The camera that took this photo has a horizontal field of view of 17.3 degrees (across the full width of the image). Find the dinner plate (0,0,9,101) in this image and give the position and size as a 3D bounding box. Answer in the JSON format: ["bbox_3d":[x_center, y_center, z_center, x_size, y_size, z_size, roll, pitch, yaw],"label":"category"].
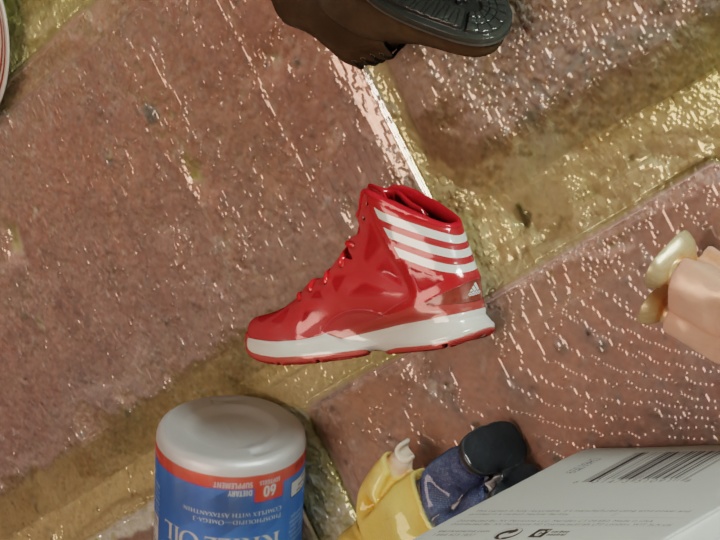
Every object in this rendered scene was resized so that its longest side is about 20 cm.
[{"bbox_3d":[-0.341,-0.203,1.888,0.200,0.024,0.201,19,119,39],"label":"dinner plate"}]

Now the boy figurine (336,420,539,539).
[{"bbox_3d":[0.046,0.183,1.637,0.200,0.064,0.125,-42,76,45],"label":"boy figurine"}]

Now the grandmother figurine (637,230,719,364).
[{"bbox_3d":[0.258,0.052,1.391,0.200,0.061,0.121,36,155,25],"label":"grandmother figurine"}]

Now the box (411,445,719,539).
[{"bbox_3d":[0.168,0.195,1.426,0.198,0.200,0.131,-7,101,45],"label":"box"}]

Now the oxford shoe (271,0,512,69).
[{"bbox_3d":[0.020,-0.169,1.531,0.200,0.073,0.085,25,138,38],"label":"oxford shoe"}]

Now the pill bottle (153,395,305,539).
[{"bbox_3d":[-0.098,0.204,1.751,0.112,0.112,0.201,22,121,37],"label":"pill bottle"}]

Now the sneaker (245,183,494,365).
[{"bbox_3d":[0.000,0.000,1.616,0.199,0.078,0.116,-7,93,33],"label":"sneaker"}]
